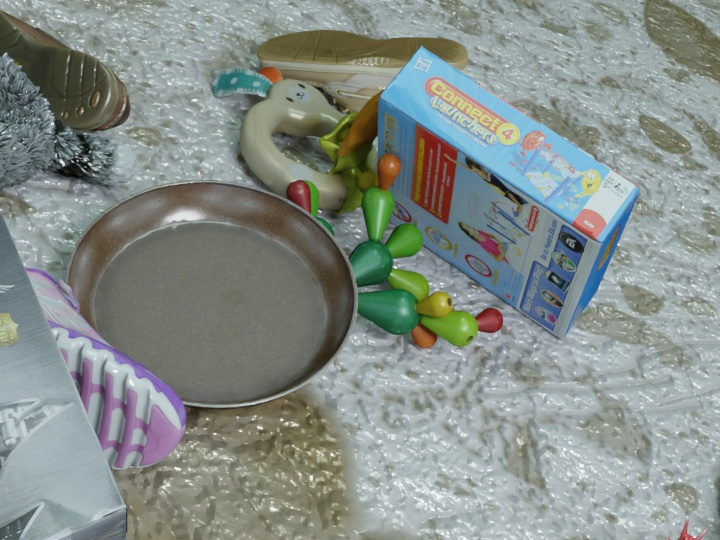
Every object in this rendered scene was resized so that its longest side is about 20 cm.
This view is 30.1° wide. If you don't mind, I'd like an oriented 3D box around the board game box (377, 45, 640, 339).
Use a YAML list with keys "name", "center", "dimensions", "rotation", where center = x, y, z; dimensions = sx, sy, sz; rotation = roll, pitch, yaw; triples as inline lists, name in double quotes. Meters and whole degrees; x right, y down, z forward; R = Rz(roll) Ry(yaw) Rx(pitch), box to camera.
- name: "board game box"
  center: [0.106, -0.054, 1.045]
  dimensions: [0.195, 0.200, 0.056]
  rotation: [35, 72, 13]

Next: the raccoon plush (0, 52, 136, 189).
- name: "raccoon plush"
  center: [-0.245, -0.073, 0.938]
  dimensions: [0.198, 0.097, 0.135]
  rotation: [10, 44, -22]

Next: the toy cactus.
- name: "toy cactus"
  center: [0.000, 0.000, 1.006]
  dimensions: [0.164, 0.103, 0.200]
  rotation: [-30, 70, -40]

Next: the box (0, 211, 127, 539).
- name: "box"
  center: [-0.230, 0.079, 0.701]
  dimensions: [0.157, 0.049, 0.201]
  rotation: [-19, 62, -20]

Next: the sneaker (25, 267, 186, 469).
- name: "sneaker"
  center: [-0.190, 0.045, 0.820]
  dimensions: [0.199, 0.081, 0.089]
  rotation: [27, 30, 3]

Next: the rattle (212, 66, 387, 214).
- name: "rattle"
  center: [-0.046, -0.156, 1.135]
  dimensions: [0.129, 0.144, 0.201]
  rotation: [-10, 51, -16]

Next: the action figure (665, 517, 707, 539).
- name: "action figure"
  center: [0.236, 0.235, 0.831]
  dimensions: [0.198, 0.100, 0.065]
  rotation: [26, 32, 4]

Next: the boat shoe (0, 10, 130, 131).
- name: "boat shoe"
  center: [-0.271, -0.160, 1.062]
  dimensions: [0.198, 0.073, 0.068]
  rotation: [26, 0, 14]

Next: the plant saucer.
- name: "plant saucer"
  center: [-0.101, 0.019, 0.916]
  dimensions: [0.198, 0.032, 0.202]
  rotation: [5, 48, -6]

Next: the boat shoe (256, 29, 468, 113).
- name: "boat shoe"
  center: [0.001, -0.179, 1.253]
  dimensions: [0.197, 0.070, 0.074]
  rotation: [6, 36, 8]
